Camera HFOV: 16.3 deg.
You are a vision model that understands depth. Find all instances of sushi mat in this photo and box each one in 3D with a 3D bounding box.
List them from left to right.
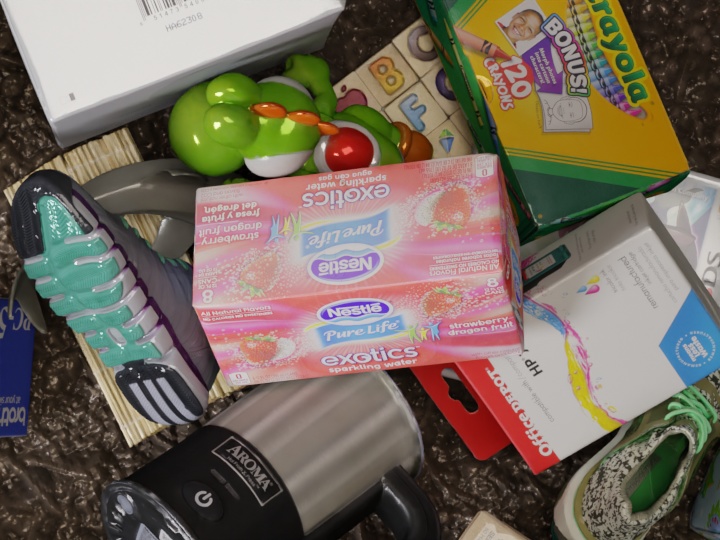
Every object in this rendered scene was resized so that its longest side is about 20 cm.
[{"bbox_3d":[-0.159,0.010,1.716,0.095,0.012,0.201,-26,92,-6],"label":"sushi mat"}]

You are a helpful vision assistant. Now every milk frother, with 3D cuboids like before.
[{"bbox_3d":[-0.063,0.177,1.674,0.188,0.200,0.181,-34,89,-31],"label":"milk frother"}]

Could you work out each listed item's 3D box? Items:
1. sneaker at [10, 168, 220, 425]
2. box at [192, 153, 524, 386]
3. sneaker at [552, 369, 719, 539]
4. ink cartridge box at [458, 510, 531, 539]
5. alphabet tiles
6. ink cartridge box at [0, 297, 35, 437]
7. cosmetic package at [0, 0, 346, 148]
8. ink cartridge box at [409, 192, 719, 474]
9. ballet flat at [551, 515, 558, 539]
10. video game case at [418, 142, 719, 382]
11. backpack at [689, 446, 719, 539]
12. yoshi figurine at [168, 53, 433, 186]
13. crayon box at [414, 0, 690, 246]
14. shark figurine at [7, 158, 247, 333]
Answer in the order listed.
[{"bbox_3d":[-0.151,0.003,1.619,0.200,0.074,0.088,61,40,-28],"label":"sneaker"},{"bbox_3d":[0.000,0.000,1.603,0.199,0.103,0.095,-6,55,8],"label":"box"},{"bbox_3d":[0.212,0.112,1.679,0.077,0.089,0.200,39,65,-10],"label":"sneaker"},{"bbox_3d":[0.066,0.245,1.638,0.075,0.200,0.165,33,87,8],"label":"ink cartridge box"},{"bbox_3d":[0.068,-0.070,1.743,0.166,0.006,0.200,-38,93,-5],"label":"alphabet tiles"},{"bbox_3d":[-0.274,0.061,1.612,0.044,0.200,0.094,4,89,20],"label":"ink cartridge box"},{"bbox_3d":[-0.128,-0.176,1.628,0.199,0.200,0.123,-22,89,-6],"label":"cosmetic package"},{"bbox_3d":[0.135,0.052,1.673,0.200,0.067,0.116,-32,110,13],"label":"ink cartridge box"},{"bbox_3d":[0.204,0.237,1.732,0.074,0.074,0.200,-30,94,-5],"label":"ballet flat"},{"bbox_3d":[0.156,0.005,1.738,0.199,0.023,0.183,15,89,-7],"label":"video game case"},{"bbox_3d":[0.324,0.132,1.678,0.147,0.183,0.200,31,82,-8],"label":"backpack"},{"bbox_3d":[-0.050,-0.083,1.653,0.112,0.200,0.113,-41,53,21],"label":"yoshi figurine"},{"bbox_3d":[0.127,-0.131,1.701,0.118,0.058,0.201,-20,81,-15],"label":"crayon box"},{"bbox_3d":[-0.147,-0.043,1.668,0.214,0.089,0.129,-15,88,-17],"label":"shark figurine"}]
